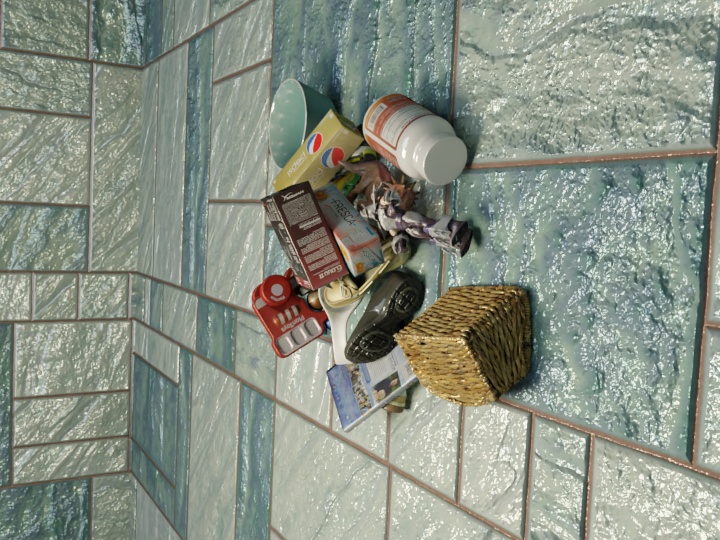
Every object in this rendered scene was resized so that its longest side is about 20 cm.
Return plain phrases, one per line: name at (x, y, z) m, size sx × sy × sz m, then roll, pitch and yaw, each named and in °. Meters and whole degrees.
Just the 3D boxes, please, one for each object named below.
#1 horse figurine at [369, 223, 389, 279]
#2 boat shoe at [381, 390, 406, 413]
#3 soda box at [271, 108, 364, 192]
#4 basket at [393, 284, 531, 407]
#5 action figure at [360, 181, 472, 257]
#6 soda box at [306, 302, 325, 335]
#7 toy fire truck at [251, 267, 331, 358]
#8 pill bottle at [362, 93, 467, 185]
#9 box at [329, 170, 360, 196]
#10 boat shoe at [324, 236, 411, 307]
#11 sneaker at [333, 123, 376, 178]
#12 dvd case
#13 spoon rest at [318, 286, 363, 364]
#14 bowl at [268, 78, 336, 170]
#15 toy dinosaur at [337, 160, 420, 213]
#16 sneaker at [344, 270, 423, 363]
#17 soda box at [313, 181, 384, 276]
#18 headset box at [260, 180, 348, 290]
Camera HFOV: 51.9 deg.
horse figurine at (-0.017, -0.050, 1.446) m, size 0.200 × 0.050 × 0.133 m, roll 4°, pitch 93°, yaw 20°
boat shoe at (0.025, 0.208, 1.443) m, size 0.200 × 0.072 × 0.076 m, roll 20°, pitch 95°, yaw 48°
soda box at (-0.087, -0.217, 1.472) m, size 0.200 × 0.068 × 0.064 m, roll -48°, pitch 47°, yaw 20°
basket at (0.181, 0.119, 1.169) m, size 0.200 × 0.149 × 0.143 m, roll -6°, pitch 117°, yaw 59°
action figure at (0.083, -0.078, 1.228) m, size 0.200 × 0.130 × 0.069 m, roll 18°, pitch 64°, yaw 29°
soda box at (-0.154, 0.107, 1.736) m, size 0.200 × 0.068 × 0.064 m, roll 8°, pitch 96°, yaw 59°
toy fire truck at (-0.129, 0.074, 1.590) m, size 0.168 × 0.200 × 0.112 m, roll 60°, pitch 157°, yaw 0°
pill bottle at (0.094, -0.224, 1.273) m, size 0.200 × 0.112 × 0.112 m, roll 47°, pitch 129°, yaw 49°
box at (-0.076, -0.141, 1.541) m, size 0.200 × 0.048 × 0.117 m, roll -17°, pitch 33°, yaw 47°
boat shoe at (0.002, 0.002, 1.378) m, size 0.201 × 0.063 × 0.073 m, roll -33°, pitch 73°, yaw 24°
sneaker at (-0.036, -0.248, 1.539) m, size 0.200 × 0.074 × 0.085 m, roll -5°, pitch 70°, yaw 44°
dvd case at (0.023, 0.193, 1.392) m, size 0.200 × 0.018 × 0.143 m, roll -41°, pitch 45°, yaw 22°
spoon rest at (-0.034, 0.079, 1.443) m, size 0.061 × 0.099 × 0.200 m, roll 63°, pitch -158°, yaw -60°
bowl at (-0.120, -0.319, 1.648) m, size 0.201 × 0.105 × 0.201 m, roll -2°, pitch 88°, yaw 59°
toy dinosaur at (0.039, -0.153, 1.375) m, size 0.200 × 0.086 × 0.136 m, roll 61°, pitch 139°, yaw 25°
sneaker at (0.038, 0.087, 1.380) m, size 0.200 × 0.076 × 0.091 m, roll -51°, pitch 28°, yaw 7°
soda box at (-0.031, -0.078, 1.346) m, size 0.200 × 0.064 × 0.068 m, roll 53°, pitch 163°, yaw 44°
headset box at (-0.101, -0.056, 1.353) m, size 0.200 × 0.077 × 0.149 m, roll 66°, pitch 168°, yaw -9°
